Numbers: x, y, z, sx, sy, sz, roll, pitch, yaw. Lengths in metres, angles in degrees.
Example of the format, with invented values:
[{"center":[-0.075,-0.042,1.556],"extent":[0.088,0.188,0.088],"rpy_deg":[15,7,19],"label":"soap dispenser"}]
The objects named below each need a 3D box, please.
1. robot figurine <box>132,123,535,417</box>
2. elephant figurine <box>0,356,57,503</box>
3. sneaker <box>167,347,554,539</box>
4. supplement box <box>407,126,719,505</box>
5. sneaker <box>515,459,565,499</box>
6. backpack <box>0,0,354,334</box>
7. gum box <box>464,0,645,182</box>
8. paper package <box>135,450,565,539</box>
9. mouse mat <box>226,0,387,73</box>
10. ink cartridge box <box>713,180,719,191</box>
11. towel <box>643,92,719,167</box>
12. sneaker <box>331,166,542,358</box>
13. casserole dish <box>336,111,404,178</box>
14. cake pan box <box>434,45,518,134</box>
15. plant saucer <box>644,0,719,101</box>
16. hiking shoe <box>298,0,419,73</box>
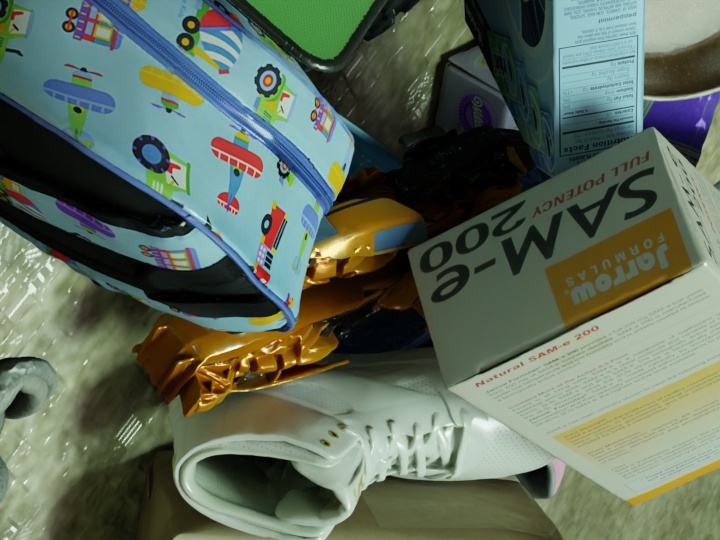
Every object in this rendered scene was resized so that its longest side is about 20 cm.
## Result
[{"center":[0.000,0.000,1.060],"extent":[0.200,0.058,0.145],"rpy_deg":[-16,152,-36],"label":"robot figurine"},{"center":[-0.185,0.054,0.888],"extent":[0.200,0.155,0.142],"rpy_deg":[-38,104,-52],"label":"elephant figurine"},{"center":[0.007,0.089,1.096],"extent":[0.116,0.199,0.074],"rpy_deg":[-96,-167,-61],"label":"sneaker"},{"center":[0.126,0.026,1.049],"extent":[0.126,0.074,0.200],"rpy_deg":[-27,149,19],"label":"supplement box"},{"center":[0.031,0.093,1.218],"extent":[0.199,0.070,0.082],"rpy_deg":[-5,89,-32],"label":"sneaker"},{"center":[-0.087,-0.072,0.817],"extent":[0.135,0.200,0.183],"rpy_deg":[-54,151,-9],"label":"backpack"},{"center":[0.082,-0.158,1.025],"extent":[0.044,0.170,0.201],"rpy_deg":[-9,126,-8],"label":"gum box"},{"center":[-0.017,0.198,1.157],"extent":[0.199,0.104,0.191],"rpy_deg":[6,108,-12],"label":"paper package"},{"center":[-0.034,-0.169,0.799],"extent":[0.008,0.161,0.200],"rpy_deg":[-40,-167,42],"label":"mouse mat"},{"center":[0.178,0.017,1.246],"extent":[0.145,0.088,0.200],"rpy_deg":[-39,174,17],"label":"ink cartridge box"},{"center":[0.171,-0.120,1.270],"extent":[0.143,0.023,0.201],"rpy_deg":[12,101,-58],"label":"towel"},{"center":[0.042,0.016,1.191],"extent":[0.199,0.070,0.078],"rpy_deg":[-25,149,-1],"label":"sneaker"},{"center":[-0.053,-0.035,1.049],"extent":[0.121,0.039,0.200],"rpy_deg":[-42,155,10],"label":"casserole dish"},{"center":[0.108,-0.059,1.304],"extent":[0.200,0.052,0.185],"rpy_deg":[-29,142,-44],"label":"cake pan box"},{"center":[0.155,-0.187,1.181],"extent":[0.200,0.034,0.201],"rpy_deg":[-5,105,-19],"label":"plant saucer"},{"center":[-0.012,-0.157,0.990],"extent":[0.074,0.087,0.200],"rpy_deg":[-25,162,-28],"label":"hiking shoe"}]
